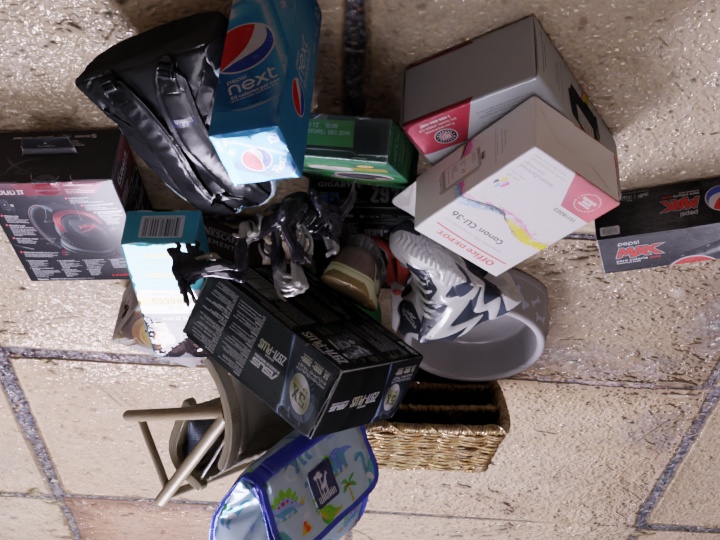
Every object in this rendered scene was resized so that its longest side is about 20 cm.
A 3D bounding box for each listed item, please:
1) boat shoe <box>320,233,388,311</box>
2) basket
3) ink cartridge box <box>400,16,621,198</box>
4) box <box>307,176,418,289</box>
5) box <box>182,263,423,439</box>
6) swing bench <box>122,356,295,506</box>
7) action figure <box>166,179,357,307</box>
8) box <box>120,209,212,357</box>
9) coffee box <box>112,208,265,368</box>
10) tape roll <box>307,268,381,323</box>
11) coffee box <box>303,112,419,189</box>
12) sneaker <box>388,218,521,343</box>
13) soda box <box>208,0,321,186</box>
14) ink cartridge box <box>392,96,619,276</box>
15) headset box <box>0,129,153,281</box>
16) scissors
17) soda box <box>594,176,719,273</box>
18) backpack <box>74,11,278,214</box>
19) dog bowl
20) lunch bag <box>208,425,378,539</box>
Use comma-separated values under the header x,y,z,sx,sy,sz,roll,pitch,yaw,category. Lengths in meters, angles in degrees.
x,y,z,sx,sy,sz,roll,pitch,yaw,category
0.000,0.000,1.252,0.073,0.065,0.200,29,176,-1,boat shoe
0.086,0.174,1.535,0.199,0.143,0.149,3,150,-5,basket
0.151,-0.133,1.155,0.145,0.083,0.200,-18,139,27,ink cartridge box
0.042,-0.040,1.325,0.199,0.050,0.160,1,147,3,box
-0.061,0.081,1.267,0.164,0.200,0.086,-4,125,-57,box
-0.140,0.171,1.408,0.200,0.130,0.199,-31,169,40,swing bench
-0.085,-0.018,1.169,0.199,0.102,0.119,-21,174,-3,action figure
-0.203,0.019,1.290,0.082,0.049,0.200,0,139,4,box
-0.208,0.026,1.409,0.113,0.080,0.200,22,140,-21,coffee box
-0.073,0.072,1.492,0.199,0.048,0.201,2,144,1,tape roll
-0.014,-0.115,1.134,0.122,0.044,0.200,6,178,11,coffee box
0.072,0.025,1.285,0.130,0.080,0.199,-41,144,24,sneaker
-0.080,-0.173,1.017,0.064,0.201,0.068,-6,143,14,soda box
0.133,-0.066,1.119,0.116,0.068,0.200,28,138,-29,ink cartridge box
-0.316,-0.075,1.282,0.148,0.075,0.200,-1,144,6,headset box
0.049,0.016,1.352,0.073,0.014,0.200,-8,142,12,scissors
0.357,-0.052,1.269,0.199,0.064,0.071,-8,143,16,soda box
-0.148,-0.145,1.129,0.163,0.154,0.200,-13,122,25,backpack
0.142,0.071,1.464,0.199,0.059,0.200,2,144,1,dog bowl
-0.072,0.251,1.324,0.127,0.170,0.200,33,137,24,lunch bag
